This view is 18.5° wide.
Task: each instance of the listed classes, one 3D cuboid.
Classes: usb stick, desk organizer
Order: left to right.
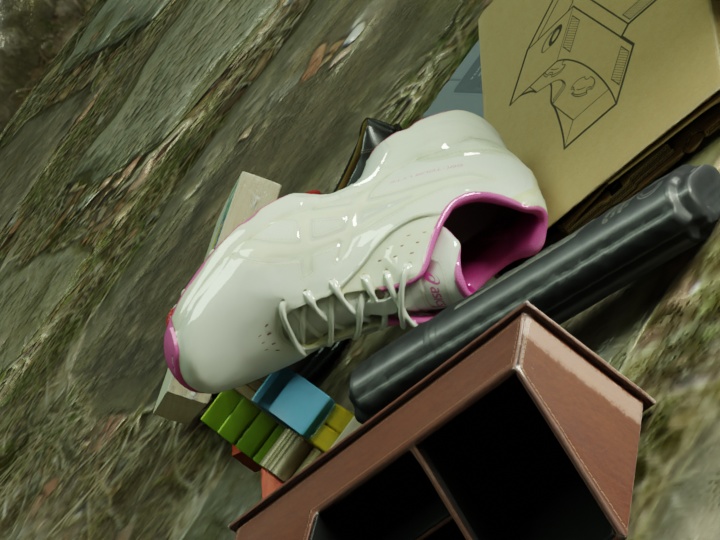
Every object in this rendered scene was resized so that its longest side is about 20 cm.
[{"bbox_3d":[0.023,0.107,0.905,0.200,0.072,0.077,-40,22,37],"label":"desk organizer"},{"bbox_3d":[0.075,0.013,0.981,0.200,0.033,0.055,-33,1,30],"label":"usb stick"}]

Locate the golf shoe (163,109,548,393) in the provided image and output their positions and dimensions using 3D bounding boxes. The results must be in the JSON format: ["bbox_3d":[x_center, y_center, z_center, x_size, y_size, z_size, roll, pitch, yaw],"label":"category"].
[{"bbox_3d":[0.000,0.000,1.046,0.200,0.075,0.092,-35,41,-10],"label":"golf shoe"}]

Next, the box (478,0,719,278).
[{"bbox_3d":[0.119,-0.108,1.104,0.163,0.021,0.201,-41,34,35],"label":"box"}]

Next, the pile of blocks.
[{"bbox_3d":[-0.042,0.085,1.104,0.062,0.082,0.200,-53,17,-6],"label":"pile of blocks"}]

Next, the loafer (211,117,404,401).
[{"bbox_3d":[-0.026,-0.001,1.259,0.200,0.072,0.073,-50,17,8],"label":"loafer"}]

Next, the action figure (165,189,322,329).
[{"bbox_3d":[-0.019,-0.007,1.175,0.199,0.065,0.052,-25,40,17],"label":"action figure"}]

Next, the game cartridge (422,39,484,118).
[{"bbox_3d":[0.116,-0.143,1.245,0.200,0.040,0.133,-53,13,-5],"label":"game cartridge"}]

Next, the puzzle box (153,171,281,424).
[{"bbox_3d":[-0.088,0.022,1.317,0.200,0.025,0.134,139,150,-80],"label":"puzzle box"}]
